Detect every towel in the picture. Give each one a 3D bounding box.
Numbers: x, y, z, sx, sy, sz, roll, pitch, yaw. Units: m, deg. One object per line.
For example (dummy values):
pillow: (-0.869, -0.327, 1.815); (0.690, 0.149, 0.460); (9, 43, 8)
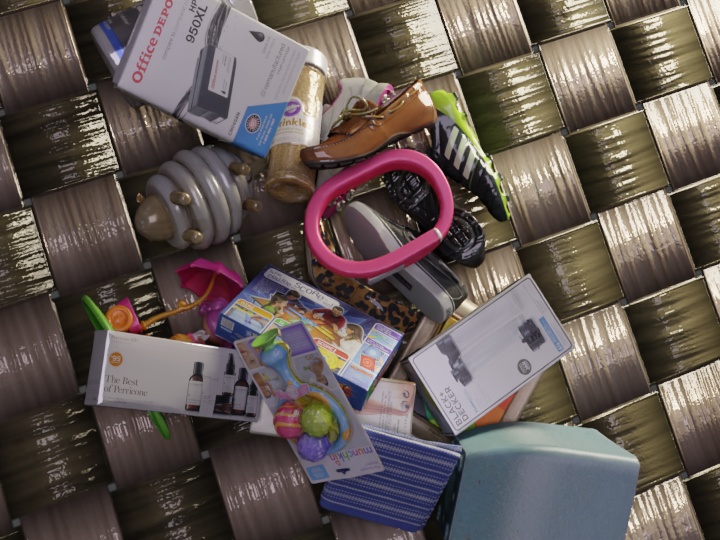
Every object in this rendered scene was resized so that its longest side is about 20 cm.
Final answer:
towel: (0.032, 0.254, 1.114); (0.141, 0.202, 0.024); (15, 46, -3)

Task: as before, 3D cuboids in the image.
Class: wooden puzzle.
wooden puzzle: (0.138, 0.149, 1.209); (0.183, 0.037, 0.203); (31, 80, -3)

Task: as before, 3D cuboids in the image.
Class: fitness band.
fitness band: (0.024, -0.070, 1.140); (0.197, 0.038, 0.146); (-27, 75, -10)

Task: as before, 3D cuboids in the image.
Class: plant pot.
plant pot: (0.200, 0.290, 1.114); (0.195, 0.196, 0.201); (11, 91, -1)

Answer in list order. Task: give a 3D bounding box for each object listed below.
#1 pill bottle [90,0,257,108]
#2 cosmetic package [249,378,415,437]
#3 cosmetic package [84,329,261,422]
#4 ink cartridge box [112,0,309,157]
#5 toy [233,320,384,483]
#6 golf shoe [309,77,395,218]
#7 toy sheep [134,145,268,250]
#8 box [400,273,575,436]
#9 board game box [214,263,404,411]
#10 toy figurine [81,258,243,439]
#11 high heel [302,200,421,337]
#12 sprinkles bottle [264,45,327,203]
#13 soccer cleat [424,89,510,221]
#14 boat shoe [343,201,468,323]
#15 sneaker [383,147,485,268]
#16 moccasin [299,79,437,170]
pill bottle: (-0.237, -0.307, 1.178); (0.198, 0.114, 0.115); (-32, 88, -11)
cosmetic package: (-0.033, 0.172, 1.137); (0.195, 0.103, 0.090); (7, 83, 0)
cosmetic package: (-0.208, 0.123, 1.039); (0.196, 0.050, 0.085); (12, 77, -33)
ink cartridge box: (-0.183, -0.246, 1.103); (0.197, 0.084, 0.147); (23, 92, -22)
toy: (-0.068, 0.163, 1.029); (0.047, 0.114, 0.203); (-40, 108, -52)
golf shoe: (-0.027, -0.168, 1.220); (0.090, 0.075, 0.203); (25, 81, 19)
toy sheep: (-0.197, -0.094, 1.148); (0.197, 0.138, 0.140); (-26, 86, -29)
box: (0.163, 0.110, 1.168); (0.198, 0.060, 0.118); (-32, 86, -11)
board game box: (-0.058, 0.076, 1.096); (0.197, 0.136, 0.035); (27, 123, 10)
toy figurine: (-0.215, 0.073, 1.123); (0.182, 0.151, 0.202); (-32, 78, -19)
high heel: (0.000, 0.000, 1.190); (0.139, 0.071, 0.205); (-10, 97, -6)
sprinkles bottle: (-0.082, -0.192, 1.182); (0.066, 0.068, 0.205); (7, 66, -7)
soccer cleat: (0.136, -0.148, 1.240); (0.080, 0.067, 0.203); (-30, 86, 7)
boat shoe: (0.060, -0.021, 1.205); (0.063, 0.071, 0.200); (-39, 81, -29)
sneaker: (0.099, -0.078, 1.217); (0.075, 0.091, 0.202); (-35, 67, 4)
moccasin: (0.008, -0.184, 1.137); (0.199, 0.073, 0.079); (-28, 104, -19)
